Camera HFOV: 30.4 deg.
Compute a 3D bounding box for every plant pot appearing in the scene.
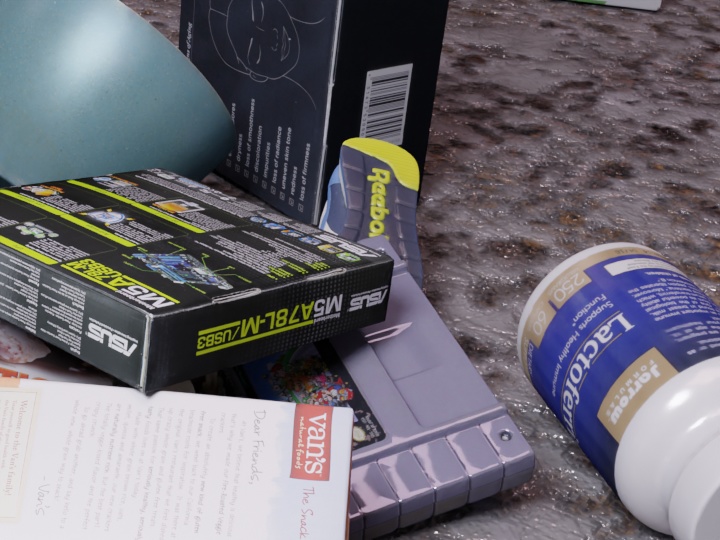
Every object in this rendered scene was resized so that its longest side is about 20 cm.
[{"bbox_3d":[-0.210,-0.103,0.965,0.200,0.200,0.135,26,70,32],"label":"plant pot"}]

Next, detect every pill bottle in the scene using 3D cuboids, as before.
[{"bbox_3d":[0.178,0.076,0.750,0.116,0.116,0.200,-4,29,-19],"label":"pill bottle"}]

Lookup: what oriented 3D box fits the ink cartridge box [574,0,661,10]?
[{"bbox_3d":[0.315,-0.412,1.726,0.145,0.084,0.200,7,27,2],"label":"ink cartridge box"}]

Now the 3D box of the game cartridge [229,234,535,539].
[{"bbox_3d":[-0.003,0.062,0.770,0.130,0.038,0.200,-14,45,-21],"label":"game cartridge"}]

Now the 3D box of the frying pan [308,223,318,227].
[{"bbox_3d":[-0.129,-0.011,0.942,0.115,0.031,0.190,22,28,27],"label":"frying pan"}]

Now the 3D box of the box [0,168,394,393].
[{"bbox_3d":[-0.115,-0.005,0.740,0.200,0.048,0.193,21,24,33],"label":"box"}]

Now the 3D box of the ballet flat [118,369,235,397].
[{"bbox_3d":[-0.105,0.072,0.753,0.072,0.072,0.200,3,28,-6],"label":"ballet flat"}]

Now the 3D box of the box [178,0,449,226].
[{"bbox_3d":[-0.046,-0.167,1.072,0.124,0.200,0.197,-17,36,-40],"label":"box"}]

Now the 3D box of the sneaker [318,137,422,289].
[{"bbox_3d":[0.000,0.000,0.914,0.074,0.082,0.200,18,47,-7],"label":"sneaker"}]

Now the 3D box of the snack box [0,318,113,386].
[{"bbox_3d":[-0.230,0.039,0.712,0.200,0.024,0.072,18,41,-21],"label":"snack box"}]

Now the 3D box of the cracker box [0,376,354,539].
[{"bbox_3d":[-0.106,0.125,0.612,0.200,0.058,0.134,5,55,-1],"label":"cracker box"}]
